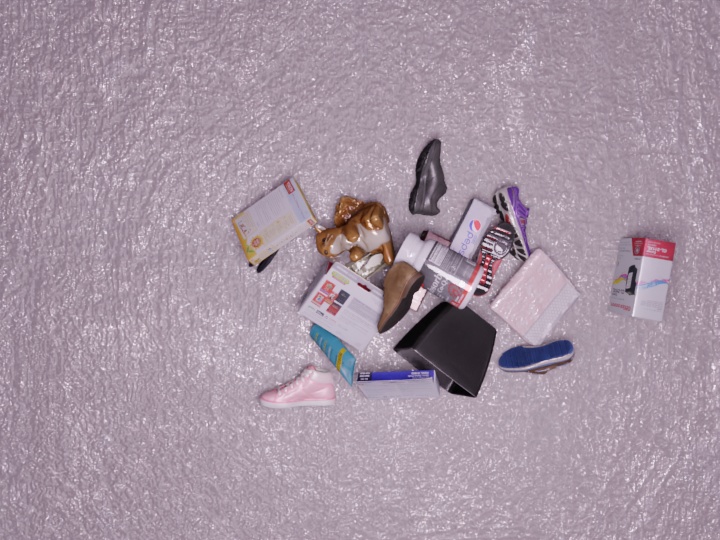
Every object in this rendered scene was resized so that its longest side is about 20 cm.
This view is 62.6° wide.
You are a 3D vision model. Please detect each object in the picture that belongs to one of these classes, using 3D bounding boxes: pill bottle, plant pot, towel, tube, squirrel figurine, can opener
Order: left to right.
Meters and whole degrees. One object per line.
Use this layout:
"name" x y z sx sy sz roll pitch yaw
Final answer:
"can opener" -0.219 -0.079 1.533 0.063 0.079 0.200 44 99 -11
"tube" -0.062 0.203 1.487 0.050 0.200 0.079 -12 122 -28
"squirrel figurine" -0.020 -0.098 1.498 0.184 0.201 0.143 -15 127 13
"pill bottle" 0.185 -0.003 1.420 0.198 0.116 0.117 29 91 7
"plant pot" 0.230 0.187 1.504 0.199 0.199 0.178 38 78 -3
"towel" 0.462 0.077 1.559 0.191 0.032 0.201 41 89 -18

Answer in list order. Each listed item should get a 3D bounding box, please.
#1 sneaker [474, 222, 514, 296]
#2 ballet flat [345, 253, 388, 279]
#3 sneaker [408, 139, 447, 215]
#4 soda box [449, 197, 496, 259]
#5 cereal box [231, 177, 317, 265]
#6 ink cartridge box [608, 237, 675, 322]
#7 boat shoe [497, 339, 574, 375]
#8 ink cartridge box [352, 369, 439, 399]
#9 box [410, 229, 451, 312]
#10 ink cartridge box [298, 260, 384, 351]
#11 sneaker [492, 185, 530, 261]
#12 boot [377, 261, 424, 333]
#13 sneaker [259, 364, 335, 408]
"sneaker" 0.330 -0.034 1.534 0.073 0.087 0.202 27 99 4
"ballet flat" 0.000 0.000 1.542 0.199 0.069 0.070 -35 93 0
"sneaker" 0.187 -0.239 1.546 0.089 0.076 0.203 11 99 -12
"soda box" 0.276 -0.084 1.551 0.068 0.063 0.202 27 91 -2
"cereal box" -0.219 -0.125 1.495 0.198 0.040 0.145 -32 58 7
"ink cartridge box" 0.725 0.022 1.532 0.081 0.146 0.203 9 92 -1
"boat shoe" 0.465 0.242 1.561 0.197 0.073 0.073 -13 134 20
"ink cartridge box" 0.094 0.279 1.475 0.196 0.200 0.041 -4 66 11
"box" 0.154 0.000 1.531 0.074 0.100 0.202 28 90 -3
"ink cartridge box" -0.026 0.075 1.493 0.199 0.084 0.176 33 113 -12
"sneaker" 0.416 -0.124 1.553 0.082 0.080 0.203 -19 99 -19
"boot" 0.081 0.065 1.413 0.075 0.073 0.202 42 126 24
"sneaker" -0.163 0.298 1.541 0.197 0.075 0.107 -1 97 -10
